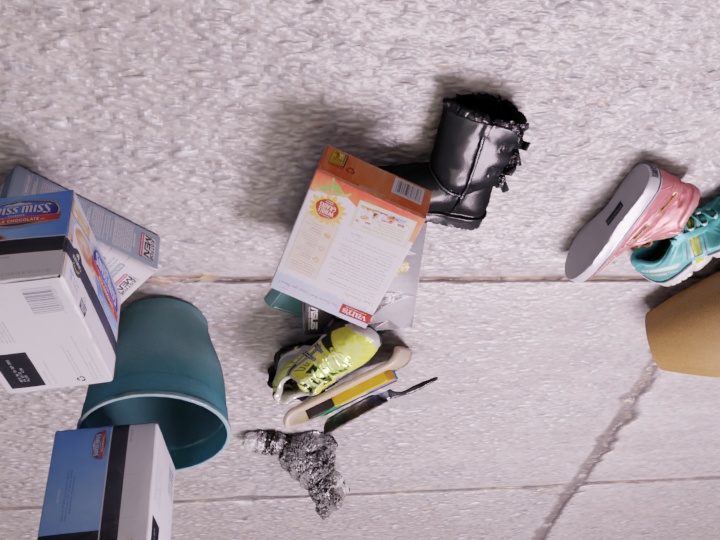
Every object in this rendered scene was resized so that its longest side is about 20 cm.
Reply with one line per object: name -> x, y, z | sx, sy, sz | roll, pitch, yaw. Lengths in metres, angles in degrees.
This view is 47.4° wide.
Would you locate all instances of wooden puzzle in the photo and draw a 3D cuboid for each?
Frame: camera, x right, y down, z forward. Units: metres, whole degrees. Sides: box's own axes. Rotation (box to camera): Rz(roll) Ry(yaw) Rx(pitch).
wooden puzzle -> -0.011, 0.181, 1.238 | 0.199, 0.037, 0.185 | -32, 169, 5

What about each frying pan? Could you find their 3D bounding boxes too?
frying pan -> 0.020, 0.204, 1.256 | 0.189, 0.031, 0.115 | -32, 170, 20

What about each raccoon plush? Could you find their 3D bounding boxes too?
raccoon plush -> -0.113, 0.367, 1.453 | 0.199, 0.135, 0.097 | 3, 139, -13

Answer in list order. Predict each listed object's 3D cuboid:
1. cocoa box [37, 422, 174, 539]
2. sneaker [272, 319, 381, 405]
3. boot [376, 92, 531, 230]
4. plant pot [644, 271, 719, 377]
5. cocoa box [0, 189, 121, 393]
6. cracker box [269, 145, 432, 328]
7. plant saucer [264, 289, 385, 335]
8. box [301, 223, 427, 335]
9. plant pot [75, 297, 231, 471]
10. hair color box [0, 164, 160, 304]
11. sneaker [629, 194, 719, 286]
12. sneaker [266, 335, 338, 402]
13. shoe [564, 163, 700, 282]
cocoa box -> -0.311, 0.311, 1.013 | 0.130, 0.201, 0.134 | -4, 140, -3
sneaker -> -0.046, 0.133, 1.133 | 0.075, 0.077, 0.200 | 40, 132, -19
boot -> 0.092, -0.133, 0.971 | 0.197, 0.074, 0.163 | 8, 133, -13
plant pot -> 0.538, 0.085, 1.224 | 0.199, 0.187, 0.186 | -17, 140, 31
cocoa box -> -0.368, 0.027, 0.941 | 0.132, 0.132, 0.201 | -6, 139, -2
cracker box -> -0.015, -0.035, 0.976 | 0.133, 0.058, 0.200 | 24, 132, -4
plant saucer -> -0.038, 0.057, 1.205 | 0.199, 0.019, 0.070 | 18, 133, -28
box -> 0.000, 0.000, 1.108 | 0.157, 0.049, 0.201 | -2, 134, -8
plant pot -> -0.279, 0.149, 1.142 | 0.199, 0.189, 0.201 | -4, 139, -3
hair color box -> -0.360, -0.036, 1.017 | 0.199, 0.061, 0.099 | 30, 127, -34
sneaker -> 0.457, -0.051, 1.122 | 0.079, 0.078, 0.200 | 25, 130, -20
sneaker -> -0.084, 0.142, 1.243 | 0.087, 0.076, 0.200 | 18, 140, -18
shoe -> 0.364, -0.049, 1.105 | 0.090, 0.072, 0.201 | 16, 129, -17
